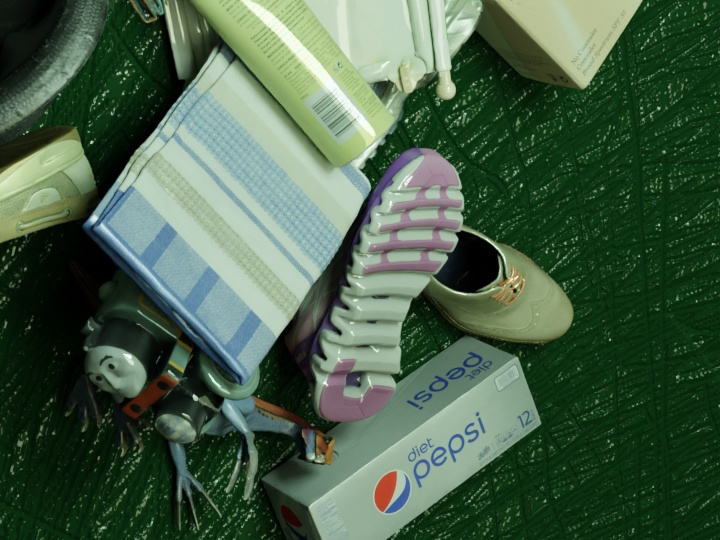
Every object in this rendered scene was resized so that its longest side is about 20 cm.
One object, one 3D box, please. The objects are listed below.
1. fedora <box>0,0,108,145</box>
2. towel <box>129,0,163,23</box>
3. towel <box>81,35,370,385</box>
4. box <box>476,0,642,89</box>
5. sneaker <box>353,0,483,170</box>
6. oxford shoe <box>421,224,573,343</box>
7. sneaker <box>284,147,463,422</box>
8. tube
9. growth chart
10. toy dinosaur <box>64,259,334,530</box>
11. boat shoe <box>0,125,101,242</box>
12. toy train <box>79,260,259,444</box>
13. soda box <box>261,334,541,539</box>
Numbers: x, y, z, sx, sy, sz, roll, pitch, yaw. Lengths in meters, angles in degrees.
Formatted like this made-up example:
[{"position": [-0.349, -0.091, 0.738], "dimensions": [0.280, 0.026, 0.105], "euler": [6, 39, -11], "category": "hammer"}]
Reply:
[{"position": [-0.240, -0.127, 1.361], "dimensions": [0.201, 0.200, 0.092], "euler": [-45, 153, -16], "category": "fedora"}, {"position": [-0.185, -0.250, 1.355], "dimensions": [0.022, 0.147, 0.200], "euler": [-33, 121, 3], "category": "towel"}, {"position": [-0.081, -0.041, 1.439], "dimensions": [0.147, 0.024, 0.200], "euler": [45, 47, -15], "category": "towel"}, {"position": [0.100, -0.224, 1.590], "dimensions": [0.200, 0.078, 0.095], "euler": [39, 80, -34], "category": "box"}, {"position": [-0.008, -0.128, 1.559], "dimensions": [0.086, 0.078, 0.200], "euler": [39, 87, -5], "category": "sneaker"}, {"position": [0.089, 0.011, 1.645], "dimensions": [0.199, 0.074, 0.071], "euler": [24, 89, -36], "category": "oxford shoe"}, {"position": [0.000, 0.000, 1.560], "dimensions": [0.080, 0.088, 0.201], "euler": [6, 116, -38], "category": "sneaker"}, {"position": [-0.058, -0.158, 1.464], "dimensions": [0.052, 0.058, 0.200], "euler": [-35, 103, 25], "category": "tube"}, {"position": [-0.037, -0.179, 1.492], "dimensions": [0.198, 0.018, 0.146], "euler": [-2, 107, -2], "category": "growth chart"}, {"position": [-0.096, 0.087, 1.530], "dimensions": [0.181, 0.105, 0.202], "euler": [-9, 101, -43], "category": "toy dinosaur"}, {"position": [-0.251, -0.022, 1.413], "dimensions": [0.200, 0.073, 0.063], "euler": [-34, 114, -31], "category": "boat shoe"}, {"position": [-0.111, 0.016, 1.461], "dimensions": [0.114, 0.085, 0.201], "euler": [34, 47, -16], "category": "toy train"}, {"position": [0.031, 0.130, 1.640], "dimensions": [0.199, 0.068, 0.064], "euler": [-34, 120, -22], "category": "soda box"}]
